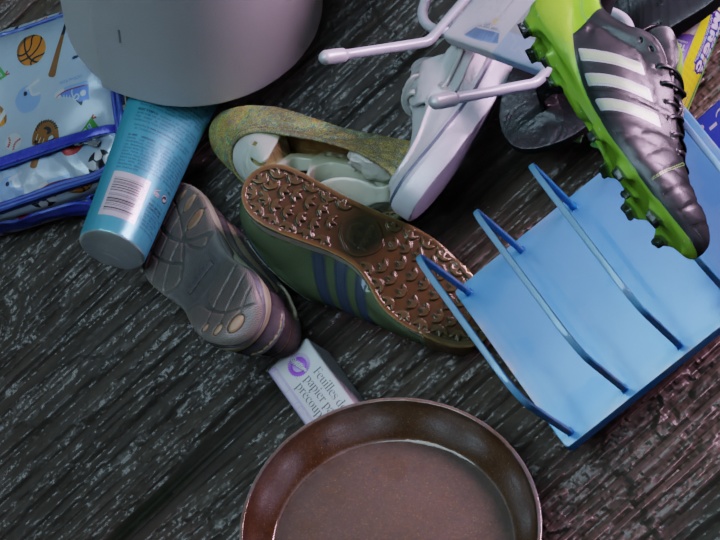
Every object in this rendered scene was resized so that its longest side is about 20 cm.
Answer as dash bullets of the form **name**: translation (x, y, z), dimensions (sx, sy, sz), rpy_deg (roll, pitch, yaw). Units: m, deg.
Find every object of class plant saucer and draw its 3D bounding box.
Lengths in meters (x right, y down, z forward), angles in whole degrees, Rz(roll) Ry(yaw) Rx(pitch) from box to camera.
- **plant saucer**: translation (0.020, 0.177, 1.451), dimensions (0.199, 0.035, 0.201), rpy_deg (-3, 54, 4)

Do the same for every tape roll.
- **tape roll**: translation (-0.129, -0.242, 1.629), dimensions (0.202, 0.139, 0.203), rpy_deg (0, 56, 0)

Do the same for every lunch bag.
- **lunch bag**: translation (-0.252, -0.111, 1.723), dimensions (0.199, 0.076, 0.161), rpy_deg (-16, 68, 22)

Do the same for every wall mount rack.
- **wall mount rack**: translation (0.079, -0.166, 1.475), dimensions (0.174, 0.075, 0.200), rpy_deg (-49, 42, -13)

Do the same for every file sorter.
- **file sorter**: translation (0.158, -0.009, 1.413), dimensions (0.200, 0.123, 0.139), rpy_deg (-39, 64, 8)

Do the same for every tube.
- **tube**: translation (-0.153, -0.097, 1.645), dimensions (0.050, 0.077, 0.201), rpy_deg (-28, 36, 53)

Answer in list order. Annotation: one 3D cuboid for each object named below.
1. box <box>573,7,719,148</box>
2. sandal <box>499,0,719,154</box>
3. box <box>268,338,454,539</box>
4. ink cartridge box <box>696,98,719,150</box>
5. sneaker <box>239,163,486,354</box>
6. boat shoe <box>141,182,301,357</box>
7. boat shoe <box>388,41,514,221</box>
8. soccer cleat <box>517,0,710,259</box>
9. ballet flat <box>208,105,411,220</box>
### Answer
- **box**: translation (0.193, -0.176, 1.549), dimensions (0.117, 0.048, 0.201), rpy_deg (19, 79, 29)
- **sandal**: translation (0.167, -0.163, 1.502), dimensions (0.200, 0.048, 0.075), rpy_deg (-43, 61, 6)
- **box**: translation (0.007, 0.134, 1.533), dimensions (0.039, 0.041, 0.200), rpy_deg (-41, 61, 7)
- **ink cartridge box**: translation (0.217, -0.027, 1.486), dimensions (0.200, 0.044, 0.094), rpy_deg (-42, 62, 7)
- **sneaker**: translation (0.000, 0.000, 1.568), dimensions (0.200, 0.090, 0.067), rpy_deg (32, 69, 1)
- **boat shoe**: translation (-0.102, 0.008, 1.612), dimensions (0.075, 0.073, 0.200), rpy_deg (-47, 38, 11)
- **boat shoe**: translation (0.061, -0.122, 1.553), dimensions (0.065, 0.074, 0.200), rpy_deg (30, 60, 5)
- **soccer cleat**: translation (0.170, -0.099, 1.332), dimensions (0.081, 0.068, 0.200), rpy_deg (-28, 65, 0)
- **ballet flat**: translation (-0.037, -0.076, 1.605), dimensions (0.199, 0.071, 0.071), rpy_deg (12, 78, 26)
